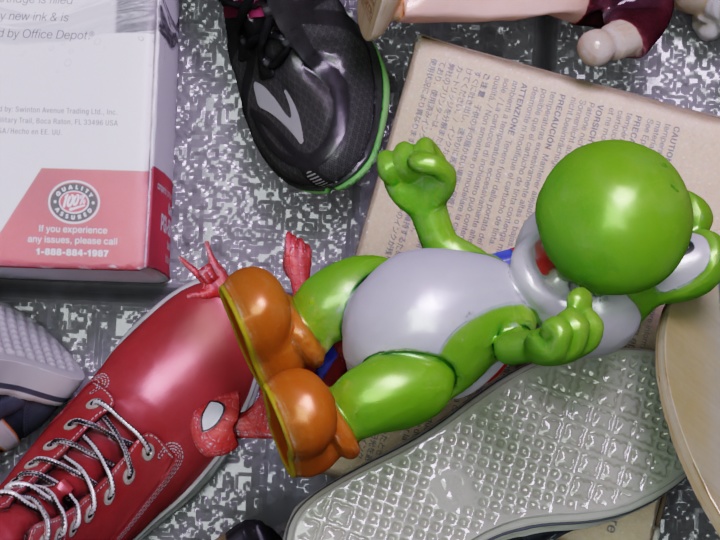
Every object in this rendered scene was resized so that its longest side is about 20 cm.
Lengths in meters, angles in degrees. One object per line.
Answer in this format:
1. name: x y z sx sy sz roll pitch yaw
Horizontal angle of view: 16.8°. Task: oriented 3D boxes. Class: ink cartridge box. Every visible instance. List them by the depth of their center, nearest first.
1. ink cartridge box: 0.076 0.014 1.097 0.164 0.075 0.201 16 86 4
2. ink cartridge box: -0.158 -0.099 1.121 0.146 0.083 0.202 2 85 4

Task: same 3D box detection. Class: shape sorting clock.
1. shape sorting clock: 0.194 0.085 1.012 0.039 0.200 0.201 -38 82 38

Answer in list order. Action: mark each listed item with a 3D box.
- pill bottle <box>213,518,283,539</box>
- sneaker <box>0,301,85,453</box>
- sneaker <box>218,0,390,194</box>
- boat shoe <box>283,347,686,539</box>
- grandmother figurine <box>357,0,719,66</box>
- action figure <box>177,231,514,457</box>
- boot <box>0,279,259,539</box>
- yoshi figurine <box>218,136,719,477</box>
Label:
1. pill bottle: -0.098 0.208 1.074 0.199 0.112 0.112 -34 83 0
2. sneaker: -0.197 0.044 1.056 0.079 0.200 0.078 -46 61 6
3. sneaker: -0.045 -0.128 1.108 0.076 0.084 0.201 -22 78 24
4. boat shoe: 0.057 0.089 1.027 0.199 0.062 0.075 -24 80 -13
5. grandmother figurine: 0.095 -0.132 1.090 0.199 0.061 0.122 -3 49 -19
6. action figure: 0.000 0.000 1.034 0.199 0.065 0.099 -35 92 0
7. boot: -0.116 0.084 1.071 0.072 0.144 0.200 37 87 8
8. yoshi figurine: 0.049 0.001 0.953 0.199 0.112 0.113 -20 99 -7
